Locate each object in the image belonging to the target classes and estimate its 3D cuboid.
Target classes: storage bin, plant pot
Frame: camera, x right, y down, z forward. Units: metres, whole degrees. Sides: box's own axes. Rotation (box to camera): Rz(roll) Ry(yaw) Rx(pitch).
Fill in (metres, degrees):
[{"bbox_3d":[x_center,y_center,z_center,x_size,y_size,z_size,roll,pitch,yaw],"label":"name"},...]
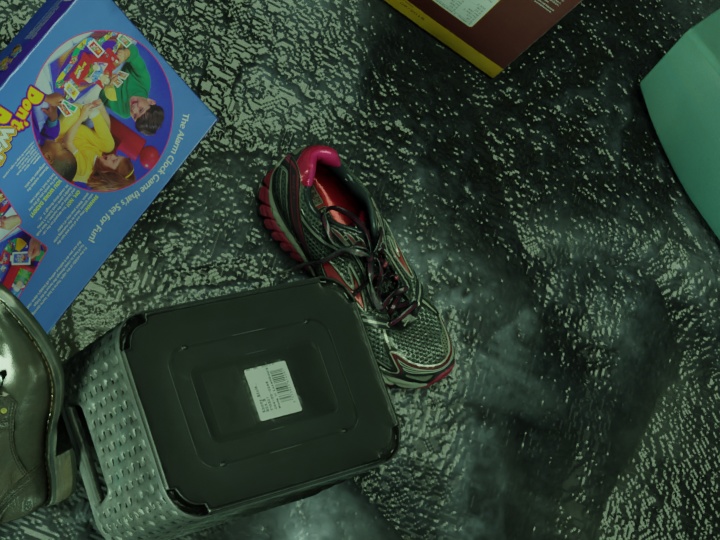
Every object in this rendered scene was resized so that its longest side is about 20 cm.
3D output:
[{"bbox_3d":[-0.086,0.093,1.148,0.199,0.094,0.136,-11,77,-40],"label":"storage bin"},{"bbox_3d":[0.340,-0.120,1.420,0.141,0.141,0.200,-35,82,-30],"label":"plant pot"}]

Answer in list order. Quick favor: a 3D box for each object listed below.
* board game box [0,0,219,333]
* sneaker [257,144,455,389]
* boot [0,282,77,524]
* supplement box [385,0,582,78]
[{"bbox_3d":[-0.203,-0.073,1.129,0.135,0.045,0.200,48,68,-30],"label":"board game box"},{"bbox_3d":[0.000,0.000,1.255,0.081,0.075,0.200,-39,91,-30],"label":"sneaker"},{"bbox_3d":[-0.265,0.115,1.052,0.174,0.069,0.201,-31,127,-33],"label":"boot"},{"bbox_3d":[0.135,-0.298,1.348,0.132,0.200,0.198,34,62,-11],"label":"supplement box"}]
